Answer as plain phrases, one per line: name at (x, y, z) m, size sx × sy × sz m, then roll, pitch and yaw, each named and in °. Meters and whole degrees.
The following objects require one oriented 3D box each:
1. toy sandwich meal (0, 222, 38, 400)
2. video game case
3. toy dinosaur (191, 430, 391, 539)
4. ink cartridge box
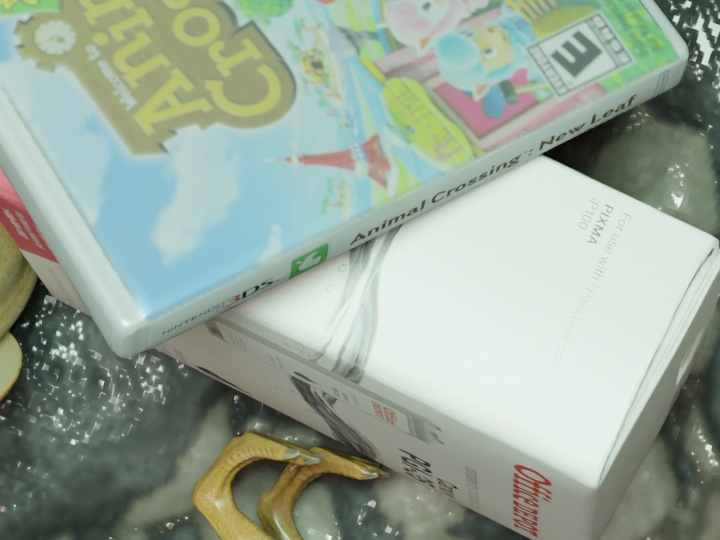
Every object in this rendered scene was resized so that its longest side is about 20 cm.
toy sandwich meal at (-0.183, -0.029, 0.902) m, size 0.070 × 0.205 × 0.206 m, roll -40°, pitch 81°, yaw 42°
video game case at (-0.036, -0.095, 0.808) m, size 0.181 × 0.022 × 0.200 m, roll -26°, pitch 67°, yaw -18°
toy dinosaur at (-0.042, 0.103, 0.913) m, size 0.199 × 0.060 × 0.107 m, roll 19°, pitch 91°, yaw 9°
ink cartridge box at (0.000, 0.000, 0.862) m, size 0.199 × 0.147 × 0.083 m, roll 26°, pitch 79°, yaw 9°
